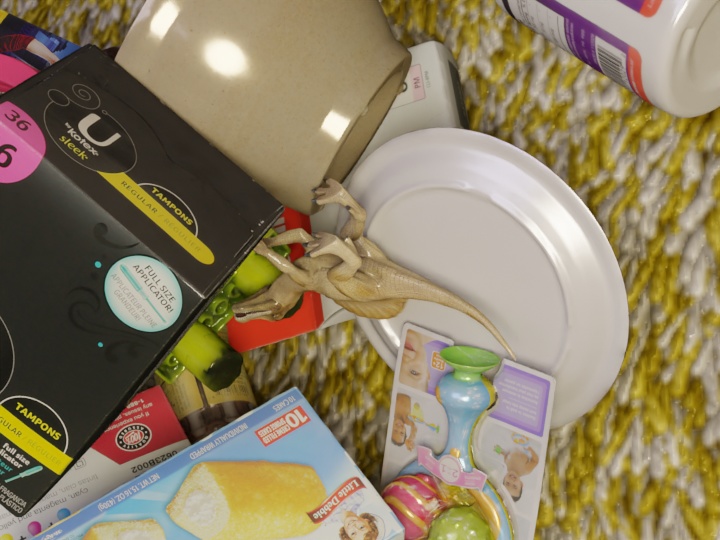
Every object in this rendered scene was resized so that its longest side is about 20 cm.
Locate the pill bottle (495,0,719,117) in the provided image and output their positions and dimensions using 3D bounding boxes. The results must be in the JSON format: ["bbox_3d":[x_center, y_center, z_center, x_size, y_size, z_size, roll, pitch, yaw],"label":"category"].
[{"bbox_3d":[0.147,-0.184,0.940,0.200,0.111,0.111,40,102,35],"label":"pill bottle"}]

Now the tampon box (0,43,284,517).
[{"bbox_3d":[-0.170,0.006,0.877,0.150,0.126,0.200,40,120,-2],"label":"tampon box"}]

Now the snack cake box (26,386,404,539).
[{"bbox_3d":[-0.087,0.169,0.891,0.200,0.067,0.115,-29,60,-21],"label":"snack cake box"}]

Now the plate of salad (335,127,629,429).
[{"bbox_3d":[0.073,0.005,0.936,0.200,0.048,0.200,19,126,29],"label":"plate of salad"}]

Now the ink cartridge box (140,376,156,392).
[{"bbox_3d":[-0.218,0.067,1.150,0.146,0.084,0.200,-31,62,25],"label":"ink cartridge box"}]

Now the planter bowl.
[{"bbox_3d":[-0.053,-0.117,0.965,0.135,0.200,0.200,33,99,4],"label":"planter bowl"}]

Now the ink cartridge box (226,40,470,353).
[{"bbox_3d":[-0.019,-0.046,1.043,0.200,0.057,0.163,-15,69,16],"label":"ink cartridge box"}]

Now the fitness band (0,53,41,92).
[{"bbox_3d":[-0.266,-0.073,1.023,0.200,0.037,0.144,14,81,31],"label":"fitness band"}]

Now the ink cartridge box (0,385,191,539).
[{"bbox_3d":[-0.148,0.210,0.989,0.145,0.145,0.200,-22,61,-18],"label":"ink cartridge box"}]

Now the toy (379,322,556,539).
[{"bbox_3d":[0.046,0.143,0.930,0.115,0.047,0.200,19,106,38],"label":"toy"}]

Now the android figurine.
[{"bbox_3d":[-0.132,-0.007,1.055,0.182,0.041,0.200,-47,57,-6],"label":"android figurine"}]

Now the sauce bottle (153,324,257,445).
[{"bbox_3d":[-0.124,0.038,1.105,0.065,0.065,0.200,-33,60,25],"label":"sauce bottle"}]

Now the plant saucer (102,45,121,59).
[{"bbox_3d":[-0.226,-0.101,1.169,0.200,0.032,0.200,-35,25,19],"label":"plant saucer"}]

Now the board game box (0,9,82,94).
[{"bbox_3d":[-0.227,-0.055,1.051,0.200,0.062,0.200,28,86,31],"label":"board game box"}]

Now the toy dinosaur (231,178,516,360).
[{"bbox_3d":[0.000,0.000,0.922,0.200,0.101,0.058,3,53,36],"label":"toy dinosaur"}]
